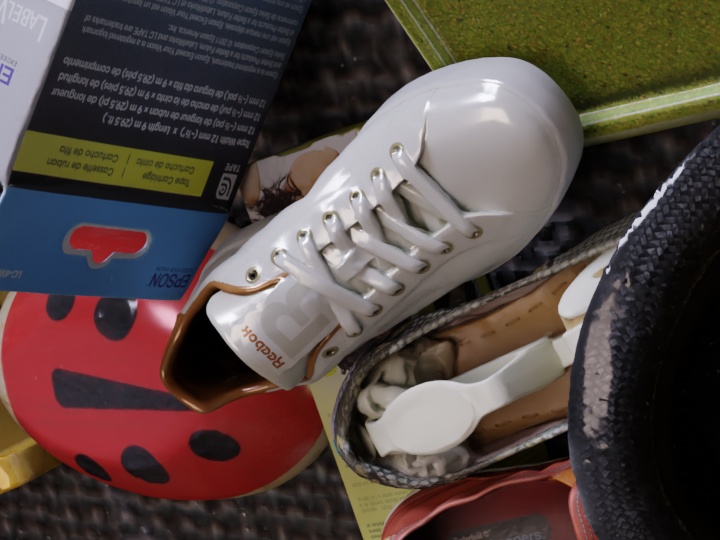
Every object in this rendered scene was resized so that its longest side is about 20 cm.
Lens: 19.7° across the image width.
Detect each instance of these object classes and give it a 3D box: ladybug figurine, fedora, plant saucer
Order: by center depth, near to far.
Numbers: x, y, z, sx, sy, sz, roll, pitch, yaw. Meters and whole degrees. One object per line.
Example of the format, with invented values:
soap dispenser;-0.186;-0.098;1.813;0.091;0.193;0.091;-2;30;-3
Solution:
fedora;0.143;0.017;0.669;0.092;0.200;0.201;-144;45;-67
plant saucer;0.072;-0.115;0.682;0.200;0.048;0.200;-11;126;41
ladybug figurine;-0.093;0.042;0.917;0.200;0.072;0.136;-2;105;40

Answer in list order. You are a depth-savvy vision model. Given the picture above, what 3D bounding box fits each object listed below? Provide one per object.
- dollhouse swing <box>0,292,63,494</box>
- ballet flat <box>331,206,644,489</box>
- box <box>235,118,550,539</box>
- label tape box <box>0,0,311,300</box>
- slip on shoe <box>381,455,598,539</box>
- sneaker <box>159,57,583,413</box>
dollhouse swing;-0.258;0.034;0.983;0.182;0.176;0.200;-21;93;42
ballet flat;0.073;0.030;0.743;0.200;0.072;0.072;-26;89;24
box;0.020;0.039;0.839;0.075;0.050;0.201;-17;96;42
label tape box;-0.088;-0.092;0.775;0.066;0.143;0.200;29;102;28
slip on shoe;0.097;0.092;0.758;0.199;0.061;0.074;-15;95;17
sneaker;0.000;0.000;0.744;0.073;0.085;0.200;44;133;-10
